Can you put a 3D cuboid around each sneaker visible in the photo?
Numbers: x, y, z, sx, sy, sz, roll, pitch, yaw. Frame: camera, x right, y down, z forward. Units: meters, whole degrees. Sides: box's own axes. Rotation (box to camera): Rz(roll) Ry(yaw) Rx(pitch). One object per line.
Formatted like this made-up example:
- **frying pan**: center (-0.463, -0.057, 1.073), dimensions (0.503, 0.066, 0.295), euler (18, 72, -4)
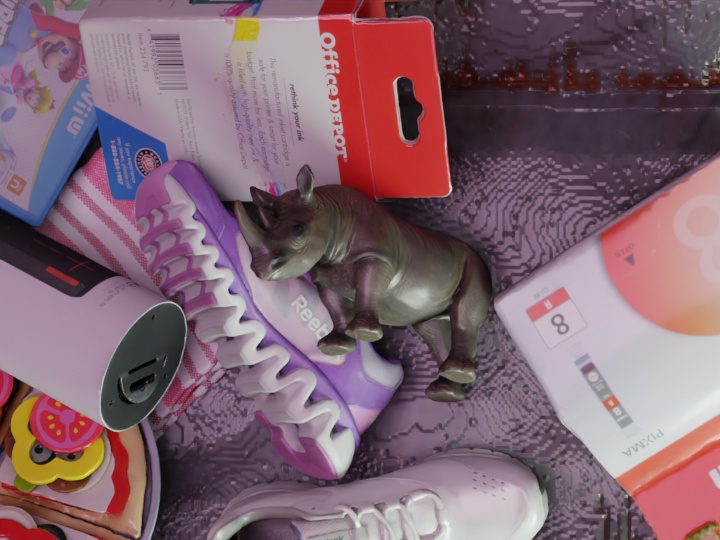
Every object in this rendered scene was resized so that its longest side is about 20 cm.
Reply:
- **sneaker**: center (-0.046, 0.016, 1.516), dimensions (0.088, 0.080, 0.201), euler (-39, 103, -21)
- **sneaker**: center (0.007, 0.148, 1.519), dimensions (0.199, 0.087, 0.075), euler (-12, 90, 15)

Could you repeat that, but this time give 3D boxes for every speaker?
- **speaker**: center (-0.197, 0.015, 1.536), dimensions (0.199, 0.081, 0.082), euler (27, 100, 25)

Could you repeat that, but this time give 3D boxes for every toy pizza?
- **toy pizza**: center (-0.212, 0.123, 1.530), dimensions (0.199, 0.032, 0.201), euler (-3, 64, 6)

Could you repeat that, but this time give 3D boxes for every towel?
- **towel**: center (-0.170, 0.046, 1.590), dimensions (0.200, 0.030, 0.146), euler (-45, 81, 14)

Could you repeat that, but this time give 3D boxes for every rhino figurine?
- **rhino figurine**: center (0.000, 0.000, 1.469), dimensions (0.060, 0.200, 0.088), euler (-14, 60, 41)

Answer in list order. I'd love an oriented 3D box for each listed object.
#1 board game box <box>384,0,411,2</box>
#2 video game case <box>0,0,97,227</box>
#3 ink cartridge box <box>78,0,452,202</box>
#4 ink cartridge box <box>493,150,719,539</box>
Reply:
- **board game box**: center (-0.014, -0.250, 1.521), dimensions (0.152, 0.040, 0.201), euler (0, 93, 15)
- **video game case**: center (-0.231, -0.135, 1.530), dimensions (0.199, 0.018, 0.144), euler (32, 83, -20)
- **ink cartridge box**: center (-0.045, -0.103, 1.505), dimensions (0.199, 0.067, 0.117), euler (1, 122, 15)
- **ink cartridge box**: center (0.190, 0.058, 1.483), dimensions (0.162, 0.050, 0.201), euler (-33, 82, 15)
